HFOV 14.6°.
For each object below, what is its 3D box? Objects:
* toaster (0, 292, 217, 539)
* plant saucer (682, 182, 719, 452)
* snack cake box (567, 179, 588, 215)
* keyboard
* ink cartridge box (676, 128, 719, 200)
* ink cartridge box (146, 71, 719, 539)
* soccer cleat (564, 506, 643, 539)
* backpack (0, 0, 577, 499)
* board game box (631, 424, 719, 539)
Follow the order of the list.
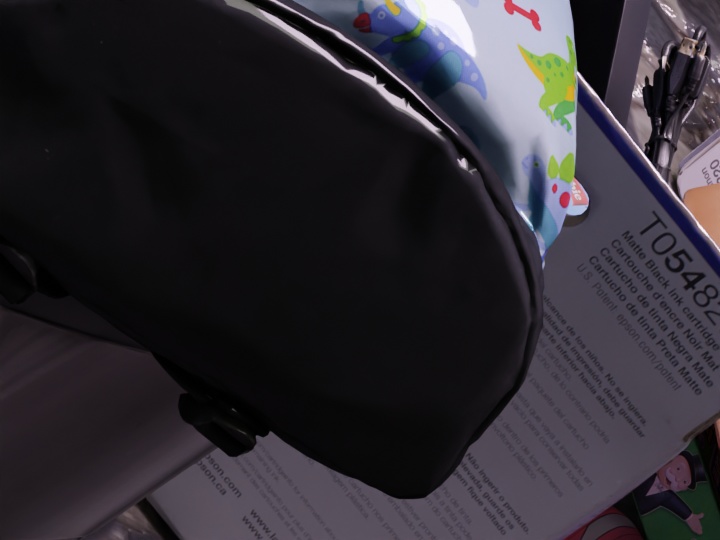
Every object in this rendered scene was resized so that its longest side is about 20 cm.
[{"bbox_3d":[-0.094,0.004,0.760,0.200,0.129,0.114,12,47,-51],"label":"toaster"},{"bbox_3d":[0.149,0.067,0.969,0.200,0.032,0.202,-13,90,-78],"label":"plant saucer"},{"bbox_3d":[-0.011,-0.065,0.981,0.067,0.115,0.201,-5,60,-45],"label":"snack cake box"},{"bbox_3d":[0.077,-0.021,0.974,0.021,0.127,0.201,14,85,-26],"label":"keyboard"},{"bbox_3d":[0.258,0.010,1.366,0.199,0.085,0.146,20,41,-45],"label":"ink cartridge box"},{"bbox_3d":[0.000,0.000,0.837,0.200,0.200,0.041,51,26,-3],"label":"ink cartridge box"},{"bbox_3d":[0.052,0.129,0.917,0.076,0.067,0.200,40,32,-16],"label":"soccer cleat"},{"bbox_3d":[-0.020,-0.068,0.690,0.163,0.154,0.200,36,14,-17],"label":"backpack"},{"bbox_3d":[0.137,0.098,1.038,0.200,0.029,0.135,-45,115,-75],"label":"board game box"}]
